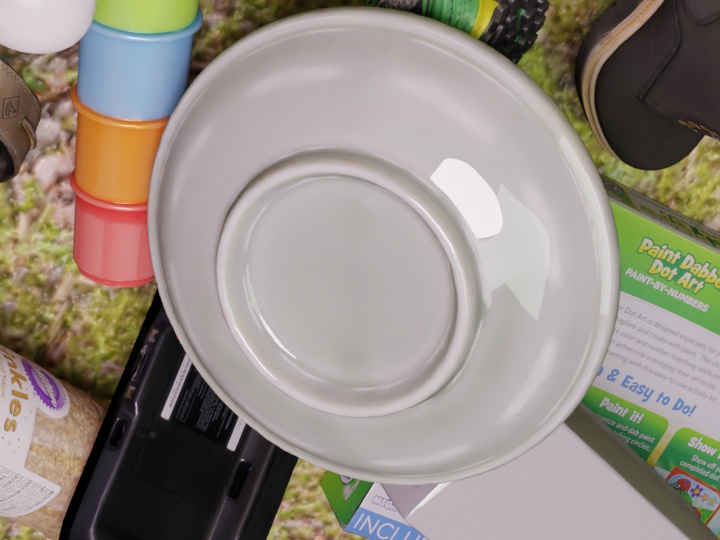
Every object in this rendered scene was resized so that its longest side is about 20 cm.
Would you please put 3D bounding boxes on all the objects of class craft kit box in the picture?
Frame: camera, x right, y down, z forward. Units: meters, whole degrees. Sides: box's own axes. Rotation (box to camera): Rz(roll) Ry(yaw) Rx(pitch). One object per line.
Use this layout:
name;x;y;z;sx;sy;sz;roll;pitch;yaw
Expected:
craft kit box;0.112;0.064;1.210;0.199;0.049;0.198;24;109;-30

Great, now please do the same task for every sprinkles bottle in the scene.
sprinkles bottle;-0.156;0.064;1.055;0.068;0.068;0.200;-46;143;8

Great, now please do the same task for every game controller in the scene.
game controller;-0.062;0.057;1.094;0.104;0.042;0.201;28;79;-37

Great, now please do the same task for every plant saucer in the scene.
plant saucer;0.000;0.000;0.991;0.199;0.050;0.202;8;114;19

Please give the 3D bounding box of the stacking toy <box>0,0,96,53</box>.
stacking toy;-0.166;-0.156;0.907;0.146;0.146;0.200;-43;116;5

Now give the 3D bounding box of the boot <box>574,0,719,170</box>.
boot;0.155;-0.059;1.059;0.077;0.139;0.200;-17;156;-13

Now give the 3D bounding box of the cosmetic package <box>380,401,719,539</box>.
cosmetic package;0.087;0.106;1.133;0.081;0.113;0.200;-45;122;7

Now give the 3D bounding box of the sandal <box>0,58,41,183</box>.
sandal;-0.154;-0.071;1.015;0.057;0.080;0.202;-8;120;-33

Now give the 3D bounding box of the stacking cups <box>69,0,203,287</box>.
stacking cups;-0.093;-0.091;1.044;0.060;0.061;0.201;-4;124;-19

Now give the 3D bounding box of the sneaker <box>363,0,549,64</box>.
sneaker;0.031;-0.123;1.009;0.078;0.085;0.201;-39;159;-41
